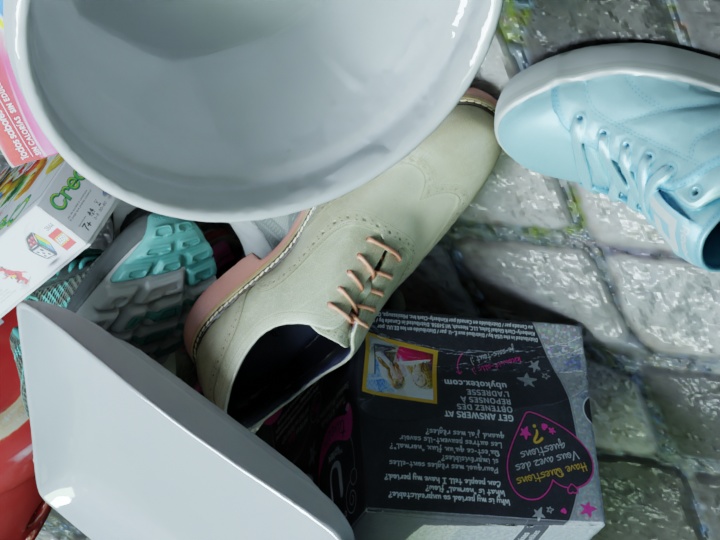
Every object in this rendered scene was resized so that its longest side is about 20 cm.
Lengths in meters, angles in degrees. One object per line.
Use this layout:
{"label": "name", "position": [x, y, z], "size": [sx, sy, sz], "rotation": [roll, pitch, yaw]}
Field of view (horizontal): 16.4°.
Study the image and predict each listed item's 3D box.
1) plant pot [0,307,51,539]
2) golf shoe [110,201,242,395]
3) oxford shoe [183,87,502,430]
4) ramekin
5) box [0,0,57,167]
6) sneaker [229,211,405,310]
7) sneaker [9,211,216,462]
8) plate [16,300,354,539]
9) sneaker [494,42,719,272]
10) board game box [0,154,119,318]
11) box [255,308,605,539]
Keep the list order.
{"label": "plant pot", "position": [-0.253, 0.078, 1.403], "size": [0.200, 0.201, 0.183], "rotation": [33, 146, -5]}
{"label": "golf shoe", "position": [-0.103, 0.034, 1.358], "size": [0.092, 0.073, 0.200], "rotation": [37, 141, 26]}
{"label": "oxford shoe", "position": [0.000, 0.000, 1.160], "size": [0.071, 0.074, 0.200], "rotation": [29, 115, -31]}
{"label": "ramekin", "position": [-0.052, -0.129, 0.998], "size": [0.200, 0.200, 0.105], "rotation": [64, 177, -40]}
{"label": "box", "position": [-0.149, -0.158, 1.085], "size": [0.094, 0.103, 0.200], "rotation": [-16, 132, 11]}
{"label": "sneaker", "position": [-0.030, -0.039, 1.215], "size": [0.079, 0.074, 0.200], "rotation": [-6, 135, 15]}
{"label": "sneaker", "position": [-0.137, 0.018, 1.263], "size": [0.091, 0.077, 0.200], "rotation": [63, 143, 24]}
{"label": "plate", "position": [-0.079, 0.112, 1.202], "size": [0.200, 0.032, 0.200], "rotation": [35, 151, 18]}
{"label": "sneaker", "position": [0.138, -0.043, 1.060], "size": [0.199, 0.082, 0.074], "rotation": [6, 139, 31]}
{"label": "board game box", "position": [-0.160, -0.033, 1.256], "size": [0.035, 0.126, 0.200], "rotation": [38, 145, -13]}
{"label": "box", "position": [0.026, 0.116, 1.281], "size": [0.132, 0.115, 0.200], "rotation": [6, 152, -19]}
